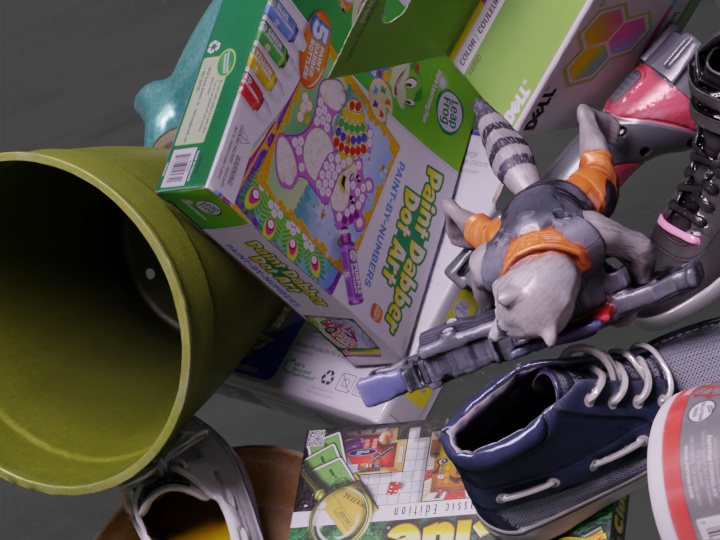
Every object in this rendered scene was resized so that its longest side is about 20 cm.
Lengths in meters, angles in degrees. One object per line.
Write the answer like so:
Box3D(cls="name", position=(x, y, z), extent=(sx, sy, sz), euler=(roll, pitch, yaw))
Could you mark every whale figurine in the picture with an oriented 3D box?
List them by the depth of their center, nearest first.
Box3D(cls="whale figurine", position=(-0.077, -0.150, 1.867), extent=(0.200, 0.104, 0.159), euler=(-29, 44, 16))

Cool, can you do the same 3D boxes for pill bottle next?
Box3D(cls="pill bottle", position=(0.254, 0.095, 1.382), extent=(0.200, 0.116, 0.116), euler=(-17, 49, 30))

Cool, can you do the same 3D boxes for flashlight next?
Box3D(cls="flashlight", position=(0.143, -0.050, 1.636), extent=(0.068, 0.068, 0.200), euler=(42, 94, 31))

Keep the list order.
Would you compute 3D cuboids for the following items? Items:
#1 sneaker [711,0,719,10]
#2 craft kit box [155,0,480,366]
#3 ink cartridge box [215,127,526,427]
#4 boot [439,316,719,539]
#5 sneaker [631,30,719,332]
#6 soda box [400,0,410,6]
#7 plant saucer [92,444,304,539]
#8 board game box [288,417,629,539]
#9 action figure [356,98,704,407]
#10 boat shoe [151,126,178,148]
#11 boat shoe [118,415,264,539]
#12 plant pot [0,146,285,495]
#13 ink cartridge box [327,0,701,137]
Box3D(cls="sneaker", position=(0.249, -0.253, 1.690), extent=(0.129, 0.079, 0.199), euler=(-29, 43, 18))
Box3D(cls="craft kit box", position=(-0.019, -0.078, 1.628), extent=(0.048, 0.198, 0.200), euler=(-4, 57, 36))
Box3D(cls="ink cartridge box", position=(0.000, 0.000, 1.734), extent=(0.197, 0.047, 0.200), euler=(13, 66, 47))
Box3D(cls="boot", position=(0.141, 0.070, 1.495), extent=(0.200, 0.090, 0.073), euler=(-34, 50, -2))
Box3D(cls="sneaker", position=(0.198, -0.063, 1.568), extent=(0.200, 0.099, 0.071), euler=(-51, 42, -2))
Box3D(cls="soda box", position=(0.000, -0.194, 1.779), extent=(0.063, 0.068, 0.200), euler=(-21, 54, 44))
Box3D(cls="plant saucer", position=(-0.083, 0.195, 1.639), extent=(0.200, 0.035, 0.200), euler=(-17, 45, 18))
Box3D(cls="board game box", position=(0.055, 0.131, 1.569), extent=(0.200, 0.023, 0.105), euler=(-7, 56, 23))
Box3D(cls="action figure", position=(0.076, -0.009, 1.521), extent=(0.200, 0.105, 0.194), euler=(-23, 24, 7))
Box3D(cls="boat shoe", position=(-0.121, -0.040, 1.842), extent=(0.200, 0.076, 0.074), euler=(-23, 55, 50))
Box3D(cls="boat shoe", position=(-0.106, 0.135, 1.616), extent=(0.075, 0.086, 0.202), euler=(-31, 43, 4))
Box3D(cls="plant pot", position=(-0.137, 0.007, 1.647), extent=(0.200, 0.201, 0.193), euler=(-16, 7, 32))
Box3D(cls="ink cartridge box", position=(0.098, -0.151, 1.607), extent=(0.076, 0.200, 0.148), euler=(52, 133, 26))
